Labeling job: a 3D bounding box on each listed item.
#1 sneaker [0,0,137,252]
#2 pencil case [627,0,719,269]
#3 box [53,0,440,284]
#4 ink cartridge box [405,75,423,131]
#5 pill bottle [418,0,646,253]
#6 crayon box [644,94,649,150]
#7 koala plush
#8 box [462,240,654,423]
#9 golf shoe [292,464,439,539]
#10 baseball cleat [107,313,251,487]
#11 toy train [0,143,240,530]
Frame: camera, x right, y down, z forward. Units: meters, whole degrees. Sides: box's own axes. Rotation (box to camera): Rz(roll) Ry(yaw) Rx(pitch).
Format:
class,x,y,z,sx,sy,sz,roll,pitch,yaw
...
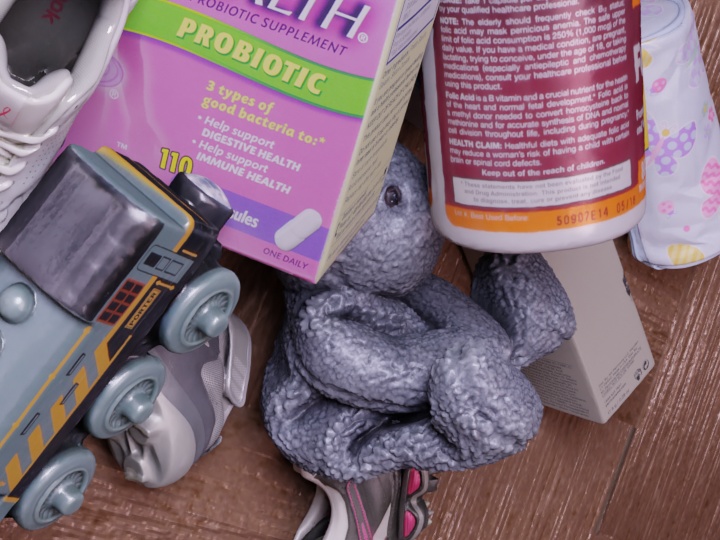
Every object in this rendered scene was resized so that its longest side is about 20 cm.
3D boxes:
class,x,y,z,sx,sy,sz,roll,pitch,yaw
sneaker,-0.153,-0.070,0.696,0.078,0.099,0.200,24,104,-14
pencil case,0.209,-0.097,1.174,0.091,0.083,0.200,-45,129,-29
box,-0.061,-0.125,0.779,0.097,0.176,0.200,-52,162,-62
ink cartridge box,0.068,-0.192,1.019,0.116,0.068,0.200,30,79,-46
pill bottle,0.085,-0.119,0.843,0.114,0.114,0.200,-22,116,-39
crayon box,0.110,-0.148,0.958,0.119,0.058,0.200,-32,119,-52
koala plush,0.000,0.000,0.948,0.200,0.184,0.177,67,23,-19
box,0.127,0.004,1.123,0.068,0.082,0.200,-43,129,-27
golf shoe,-0.004,0.195,1.065,0.088,0.077,0.200,-5,103,-23
baseball cleat,-0.112,0.016,0.912,0.106,0.070,0.200,-35,129,-50
toy train,-0.136,0.034,0.728,0.200,0.085,0.114,-51,158,4
